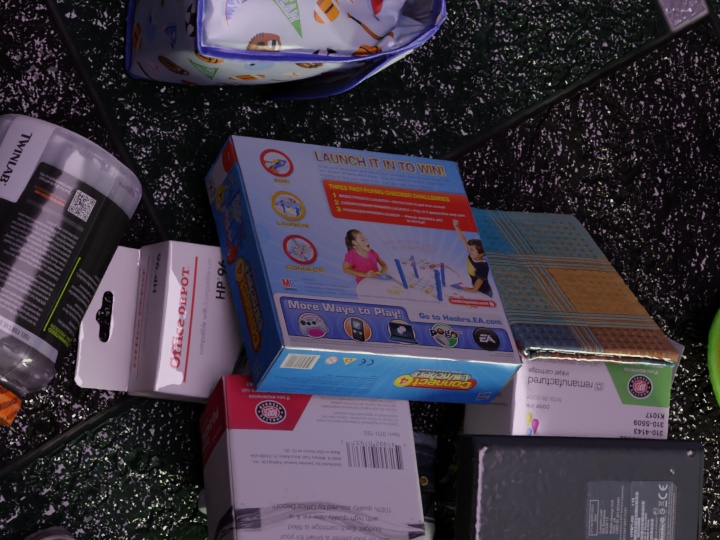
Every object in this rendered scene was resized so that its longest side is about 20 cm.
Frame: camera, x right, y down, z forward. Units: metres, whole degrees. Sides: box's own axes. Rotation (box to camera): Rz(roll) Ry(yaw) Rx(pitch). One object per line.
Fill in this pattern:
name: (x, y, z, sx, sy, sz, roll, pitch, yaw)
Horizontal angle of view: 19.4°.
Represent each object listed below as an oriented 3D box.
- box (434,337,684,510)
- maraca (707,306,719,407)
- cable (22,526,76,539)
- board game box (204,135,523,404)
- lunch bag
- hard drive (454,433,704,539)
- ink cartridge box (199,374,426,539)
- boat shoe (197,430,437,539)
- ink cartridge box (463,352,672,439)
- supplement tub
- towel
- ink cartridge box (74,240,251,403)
box: (0.163, 0.123, 1.727, 0.158, 0.048, 0.200, 24, 78, -23)
maraca: (0.367, 0.100, 1.792, 0.137, 0.107, 0.200, -31, 101, -16)
cable: (-0.268, 0.240, 1.513, 0.200, 0.050, 0.097, -3, 96, -27)
board game box: (0.000, 0.000, 1.568, 0.200, 0.056, 0.196, 6, 50, -27)
lunch bag: (-0.057, -0.189, 1.570, 0.200, 0.170, 0.124, 0, 90, -26)
hard drive: (0.165, 0.195, 1.587, 0.200, 0.033, 0.140, 4, 88, -25)
ink cartridge box: (-0.033, 0.183, 1.519, 0.145, 0.083, 0.200, 5, 60, -19)
boat shoe: (-0.031, 0.157, 1.628, 0.200, 0.071, 0.091, 11, 77, -28)
ink cartridge box: (0.158, 0.156, 1.650, 0.145, 0.084, 0.200, 6, 86, -25)
supplement tub: (-0.248, 0.001, 1.497, 0.122, 0.122, 0.200, 30, 75, -21)
towel: (0.148, 0.012, 1.660, 0.146, 0.200, 0.022, 4, 122, -26)
ink cartridge box: (-0.107, 0.043, 1.591, 0.200, 0.068, 0.116, 8, 82, -25)
